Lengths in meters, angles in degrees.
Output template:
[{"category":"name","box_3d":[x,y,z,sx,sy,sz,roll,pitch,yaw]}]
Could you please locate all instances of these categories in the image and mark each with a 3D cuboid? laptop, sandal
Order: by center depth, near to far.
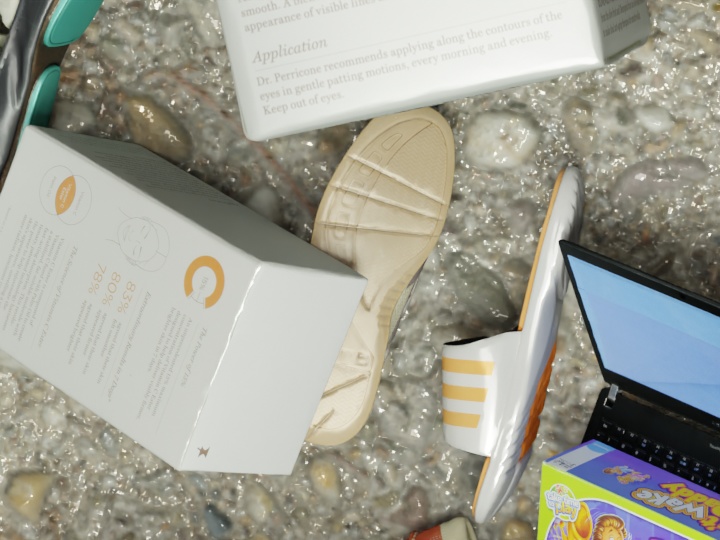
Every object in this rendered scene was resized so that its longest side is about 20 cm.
[{"category":"laptop","box_3d":[0.166,0.111,1.594,0.177,0.103,0.201,24,95,39]},{"category":"sandal","box_3d":[0.079,0.038,1.659,0.059,0.079,0.207,13,91,12]}]

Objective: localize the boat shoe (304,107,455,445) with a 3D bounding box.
[{"category":"boat shoe","box_3d":[0.000,0.000,1.672,0.072,0.065,0.201,15,92,-7]}]

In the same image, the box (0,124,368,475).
[{"category":"box","box_3d":[-0.114,0.016,1.642,0.200,0.097,0.125,31,104,37]}]

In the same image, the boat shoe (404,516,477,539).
[{"category":"boat shoe","box_3d":[0.074,0.241,1.687,0.062,0.071,0.201,-26,87,11]}]

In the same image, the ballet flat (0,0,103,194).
[{"category":"ballet flat","box_3d":[-0.195,-0.136,1.699,0.073,0.073,0.201,26,104,8]}]

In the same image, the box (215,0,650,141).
[{"category":"box","box_3d":[0.035,-0.179,1.574,0.198,0.200,0.172,-11,96,14]}]

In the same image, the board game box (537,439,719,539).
[{"category":"board game box","box_3d":[0.181,0.189,1.565,0.200,0.045,0.135,22,120,41]}]
